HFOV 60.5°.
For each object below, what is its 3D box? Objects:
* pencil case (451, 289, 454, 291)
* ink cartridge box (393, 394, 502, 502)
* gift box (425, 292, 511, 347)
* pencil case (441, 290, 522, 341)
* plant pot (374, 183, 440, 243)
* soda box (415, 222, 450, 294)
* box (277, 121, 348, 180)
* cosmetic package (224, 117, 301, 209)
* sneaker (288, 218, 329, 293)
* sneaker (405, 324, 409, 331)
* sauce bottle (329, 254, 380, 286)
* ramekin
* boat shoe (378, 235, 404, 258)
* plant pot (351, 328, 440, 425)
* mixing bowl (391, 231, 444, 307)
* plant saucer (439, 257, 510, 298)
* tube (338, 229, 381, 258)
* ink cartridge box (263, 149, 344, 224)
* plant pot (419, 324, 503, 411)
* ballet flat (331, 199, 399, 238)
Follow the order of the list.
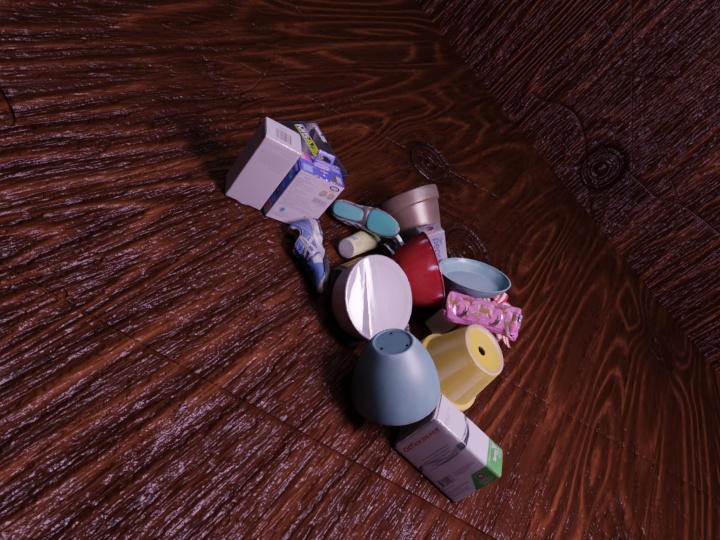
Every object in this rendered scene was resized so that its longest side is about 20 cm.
[{"bbox_3d":[0.287,0.026,1.861,0.197,0.087,0.089,27,40,-31],"label":"pencil case"},{"bbox_3d":[0.192,0.390,1.353,0.200,0.146,0.084,43,33,-9],"label":"ink cartridge box"},{"bbox_3d":[0.325,0.143,1.701,0.201,0.187,0.184,50,35,5],"label":"gift box"},{"bbox_3d":[0.301,0.112,1.538,0.195,0.085,0.086,15,-4,13],"label":"pencil case"},{"bbox_3d":[0.157,-0.132,1.798,0.198,0.197,0.178,-15,84,-52],"label":"plant pot"},{"bbox_3d":[0.203,-0.025,1.720,0.066,0.205,0.064,-15,29,-8],"label":"soda box"},{"bbox_3d":[-0.148,-0.332,1.748,0.191,0.047,0.203,-16,70,-51],"label":"box"},{"bbox_3d":[-0.229,-0.245,1.439,0.100,0.200,0.075,23,41,-32],"label":"cosmetic package"},{"bbox_3d":[-0.123,-0.033,1.485,0.075,0.076,0.204,-3,56,-22],"label":"sneaker"},{"bbox_3d":[0.070,0.113,1.566,0.074,0.076,0.204,-11,64,-16],"label":"sneaker"},{"bbox_3d":[0.000,0.000,1.581,0.065,0.065,0.198,55,36,10],"label":"sauce bottle"},{"bbox_3d":[0.020,0.069,1.457,0.198,0.093,0.209,6,80,-36],"label":"ramekin"},{"bbox_3d":[0.117,-0.009,1.727,0.060,0.075,0.203,-34,94,-18],"label":"boat shoe"},{"bbox_3d":[0.071,0.207,1.315,0.194,0.138,0.202,-4,30,2],"label":"plant pot"},{"bbox_3d":[0.137,0.011,1.603,0.105,0.202,0.204,-14,59,-6],"label":"mixing bowl"},{"bbox_3d":[0.297,0.025,1.632,0.194,0.037,0.201,11,24,-5],"label":"plant saucer"},{"bbox_3d":[0.006,-0.077,1.682,0.199,0.051,0.060,-29,118,-60],"label":"tube"},{"bbox_3d":[-0.132,-0.203,1.507,0.134,0.200,0.078,17,44,-37],"label":"ink cartridge box"},{"bbox_3d":[0.238,0.231,1.505,0.197,0.188,0.205,24,46,-27],"label":"plant pot"},{"bbox_3d":[0.014,-0.141,1.693,0.195,0.073,0.073,21,38,0],"label":"ballet flat"}]
